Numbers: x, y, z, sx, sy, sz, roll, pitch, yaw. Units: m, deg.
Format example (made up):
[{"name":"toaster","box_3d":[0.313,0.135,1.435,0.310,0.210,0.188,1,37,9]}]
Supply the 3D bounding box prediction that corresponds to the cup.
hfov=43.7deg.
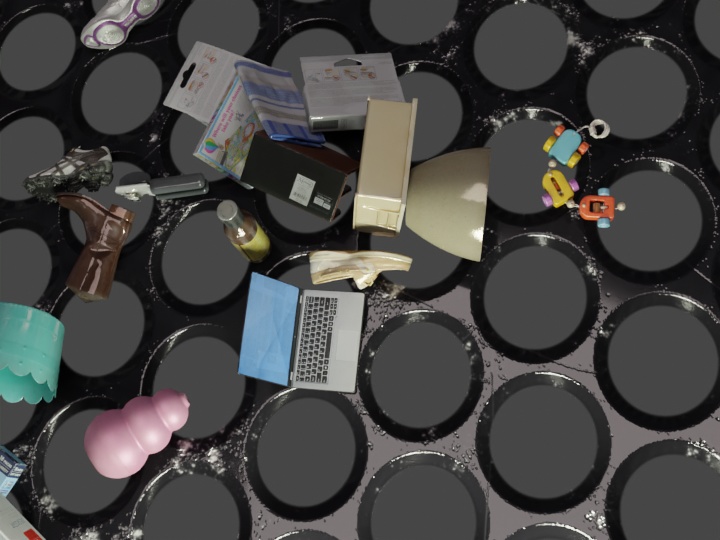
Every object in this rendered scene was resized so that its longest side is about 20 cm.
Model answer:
[{"name":"cup","box_3d":[0.156,-0.125,1.613,0.140,0.201,0.204,6,74,8]}]

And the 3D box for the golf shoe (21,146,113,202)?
[{"name":"golf shoe","box_3d":[-0.606,-0.205,1.872,0.196,0.078,0.096,-9,54,6]}]

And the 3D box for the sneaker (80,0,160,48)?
[{"name":"sneaker","box_3d":[-0.529,-0.561,1.969,0.198,0.075,0.100,-35,51,-1]}]

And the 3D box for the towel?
[{"name":"towel","box_3d":[-0.157,-0.326,1.746,0.024,0.145,0.202,-45,58,33]}]

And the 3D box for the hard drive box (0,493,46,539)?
[{"name":"hard drive box","box_3d":[-0.672,0.454,1.601,0.077,0.156,0.200,-44,89,-9]}]

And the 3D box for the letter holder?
[{"name":"letter holder","box_3d":[-0.110,-0.193,1.750,0.197,0.142,0.102,25,110,8]}]

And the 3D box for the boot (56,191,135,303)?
[{"name":"boot","box_3d":[-0.565,-0.046,1.814,0.183,0.064,0.204,15,81,14]}]

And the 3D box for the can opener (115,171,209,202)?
[{"name":"can opener","box_3d":[-0.406,-0.177,1.825,0.196,0.053,0.068,-3,72,10]}]

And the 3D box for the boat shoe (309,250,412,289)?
[{"name":"boat shoe","box_3d":[0.000,0.000,1.687,0.196,0.074,0.071,0,85,12]}]

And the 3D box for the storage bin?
[{"name":"storage bin","box_3d":[0.043,-0.187,1.664,0.092,0.199,0.204,7,74,0]}]

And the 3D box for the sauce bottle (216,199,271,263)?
[{"name":"sauce bottle","box_3d":[-0.219,-0.074,1.679,0.063,0.200,0.066,-3,71,8]}]

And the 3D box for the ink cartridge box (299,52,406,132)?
[{"name":"ink cartridge box","box_3d":[-0.018,-0.354,1.779,0.196,0.044,0.176,-5,52,-10]}]

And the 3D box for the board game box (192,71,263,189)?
[{"name":"board game box","box_3d":[-0.229,-0.285,1.792,0.133,0.034,0.203,31,77,-24]}]

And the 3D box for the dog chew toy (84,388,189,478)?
[{"name":"dog chew toy","box_3d":[-0.405,0.290,1.650,0.198,0.125,0.125,-33,70,-9]}]

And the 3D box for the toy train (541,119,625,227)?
[{"name":"toy train","box_3d":[0.409,-0.173,1.665,0.147,0.056,0.204,-2,76,9]}]

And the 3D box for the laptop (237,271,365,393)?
[{"name":"laptop","box_3d":[-0.104,0.114,1.643,0.196,0.116,0.191,3,74,12]}]

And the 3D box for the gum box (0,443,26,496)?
[{"name":"gum box","box_3d":[-0.765,0.411,1.720,0.168,0.045,0.202,31,82,17]}]

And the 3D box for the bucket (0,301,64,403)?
[{"name":"bucket","box_3d":[-0.662,0.157,1.699,0.203,0.208,0.137,-1,63,11]}]

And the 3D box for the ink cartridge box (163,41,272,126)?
[{"name":"ink cartridge box","box_3d":[-0.290,-0.373,1.869,0.197,0.047,0.162,23,79,19]}]
